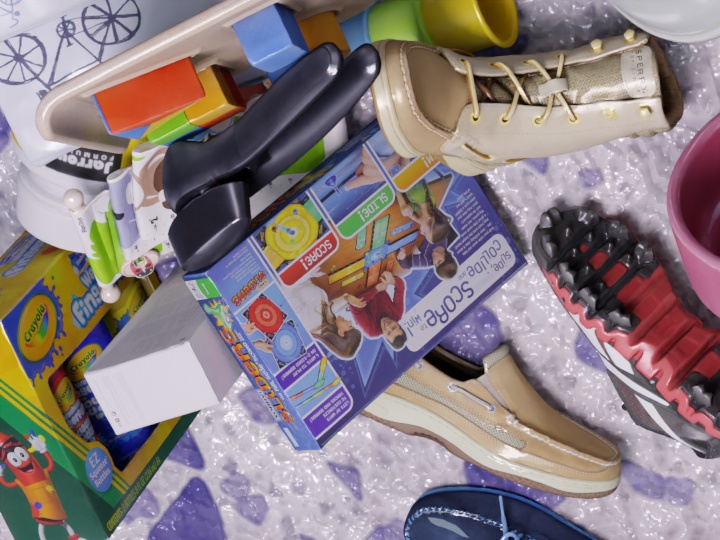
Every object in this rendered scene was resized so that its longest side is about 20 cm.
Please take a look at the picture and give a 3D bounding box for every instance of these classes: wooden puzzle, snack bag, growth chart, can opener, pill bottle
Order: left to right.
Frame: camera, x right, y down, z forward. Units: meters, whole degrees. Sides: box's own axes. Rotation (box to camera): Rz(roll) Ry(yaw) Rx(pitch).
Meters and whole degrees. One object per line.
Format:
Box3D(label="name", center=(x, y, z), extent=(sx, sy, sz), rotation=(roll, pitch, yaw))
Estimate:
Box3D(label="snack bag", center=(-0.157, -0.166, 1.532), extent=(0.188, 0.021, 0.201), rotation=(-21, 123, 2))
Box3D(label="pill bottle", center=(-0.165, -0.120, 1.640), extent=(0.114, 0.114, 0.201), rotation=(17, 121, 11))
Box3D(label="growth chart", center=(-0.095, -0.057, 1.621), extent=(0.199, 0.018, 0.145), rotation=(-24, 148, 0))
Box3D(label="wooden puzzle", center=(-0.077, -0.120, 1.469), extent=(0.200, 0.185, 0.046), rotation=(-31, 84, 8))
Box3D(label="can opener", center=(-0.051, -0.076, 1.490), extent=(0.200, 0.063, 0.079), rotation=(-41, 68, 40))

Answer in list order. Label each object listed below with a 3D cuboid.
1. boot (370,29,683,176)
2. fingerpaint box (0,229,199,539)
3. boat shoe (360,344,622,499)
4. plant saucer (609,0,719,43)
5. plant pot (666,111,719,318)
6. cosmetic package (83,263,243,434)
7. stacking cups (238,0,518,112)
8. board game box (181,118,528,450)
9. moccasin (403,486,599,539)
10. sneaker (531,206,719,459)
Box3D(label="boot", center=(0.101, -0.107, 1.515), extent=(0.155, 0.200, 0.073), rotation=(-10, 76, 22))
Box3D(label="fingerpaint box", center=(-0.191, 0.066, 1.695), extent=(0.073, 0.200, 0.167), rotation=(-15, 109, 25))
Box3D(label="boat shoe", center=(0.086, 0.086, 1.687), extent=(0.199, 0.072, 0.076), rotation=(20, 105, 7))
Box3D(label="plant saucer", center=(0.160, -0.224, 1.445), extent=(0.200, 0.050, 0.201), rotation=(34, 133, 46))
Box3D(label="plant pot", center=(0.298, 0.003, 1.502), extent=(0.199, 0.200, 0.179), rotation=(-6, 129, 23))
Box3D(label="cosmetic package", center=(-0.097, 0.031, 1.642), extent=(0.082, 0.200, 0.051), rotation=(-20, 107, 28))
Box3D(label="stacking cups", center=(-0.001, -0.142, 1.603), extent=(0.199, 0.061, 0.061), rotation=(-16, 110, 27))
Box3D(label="board game box", center=(0.000, 0.000, 1.599), extent=(0.136, 0.200, 0.034), rotation=(58, 152, -14))
Box3D(label="moccasin", center=(0.122, 0.204, 1.730), extent=(0.199, 0.068, 0.081), rotation=(17, 120, 11))
Box3D(label="sneaker", center=(0.180, 0.046, 1.621), extent=(0.200, 0.071, 0.098), rotation=(44, 154, 14))
